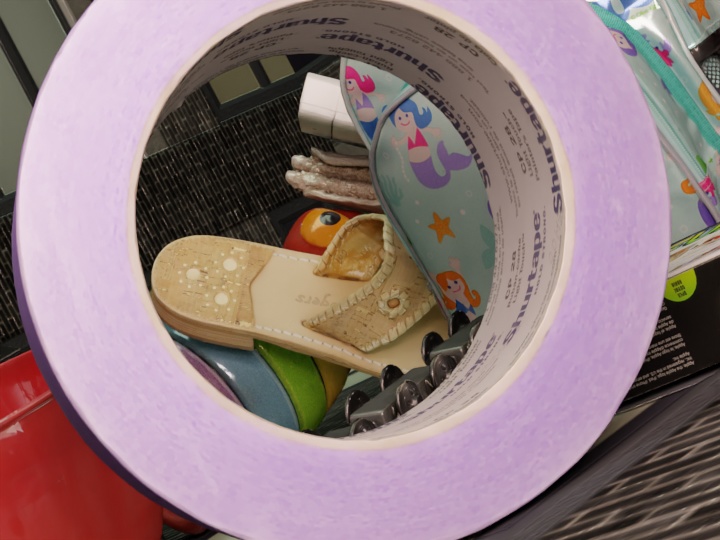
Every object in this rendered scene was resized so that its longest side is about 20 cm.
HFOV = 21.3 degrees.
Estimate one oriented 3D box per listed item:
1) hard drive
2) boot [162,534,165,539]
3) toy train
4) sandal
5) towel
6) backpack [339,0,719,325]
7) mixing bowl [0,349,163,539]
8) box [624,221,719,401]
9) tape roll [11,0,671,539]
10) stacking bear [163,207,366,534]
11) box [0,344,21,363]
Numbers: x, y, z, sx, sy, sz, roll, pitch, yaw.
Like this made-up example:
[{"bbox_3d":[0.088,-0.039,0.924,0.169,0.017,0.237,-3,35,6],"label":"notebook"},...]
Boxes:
[{"bbox_3d":[0.065,-0.067,1.049,0.199,0.027,0.132,14,0,-1],"label":"hard drive"},{"bbox_3d":[-0.164,0.141,0.999,0.073,0.076,0.200,-26,2,10],"label":"boot"},{"bbox_3d":[0.022,0.059,0.728,0.034,0.046,0.200,-14,10,31],"label":"toy train"},{"bbox_3d":[0.000,0.005,0.958,0.210,0.078,0.070,5,-31,-2],"label":"sandal"},{"bbox_3d":[0.068,-0.036,1.091,0.199,0.035,0.132,13,0,25],"label":"towel"},{"bbox_3d":[0.088,-0.068,0.843,0.177,0.201,0.150,-27,4,34],"label":"backpack"},{"bbox_3d":[-0.160,0.113,0.811,0.199,0.109,0.200,-26,9,4],"label":"mixing bowl"},{"bbox_3d":[0.142,-0.001,0.673,0.200,0.035,0.110,-28,0,44],"label":"box"},{"bbox_3d":[-0.009,-0.012,0.604,0.199,0.201,0.085,-28,1,-11],"label":"tape roll"},{"bbox_3d":[-0.052,0.039,1.049,0.121,0.114,0.200,25,54,39],"label":"stacking bear"},{"bbox_3d":[-0.234,0.129,1.006,0.046,0.160,0.200,9,8,4],"label":"box"}]
